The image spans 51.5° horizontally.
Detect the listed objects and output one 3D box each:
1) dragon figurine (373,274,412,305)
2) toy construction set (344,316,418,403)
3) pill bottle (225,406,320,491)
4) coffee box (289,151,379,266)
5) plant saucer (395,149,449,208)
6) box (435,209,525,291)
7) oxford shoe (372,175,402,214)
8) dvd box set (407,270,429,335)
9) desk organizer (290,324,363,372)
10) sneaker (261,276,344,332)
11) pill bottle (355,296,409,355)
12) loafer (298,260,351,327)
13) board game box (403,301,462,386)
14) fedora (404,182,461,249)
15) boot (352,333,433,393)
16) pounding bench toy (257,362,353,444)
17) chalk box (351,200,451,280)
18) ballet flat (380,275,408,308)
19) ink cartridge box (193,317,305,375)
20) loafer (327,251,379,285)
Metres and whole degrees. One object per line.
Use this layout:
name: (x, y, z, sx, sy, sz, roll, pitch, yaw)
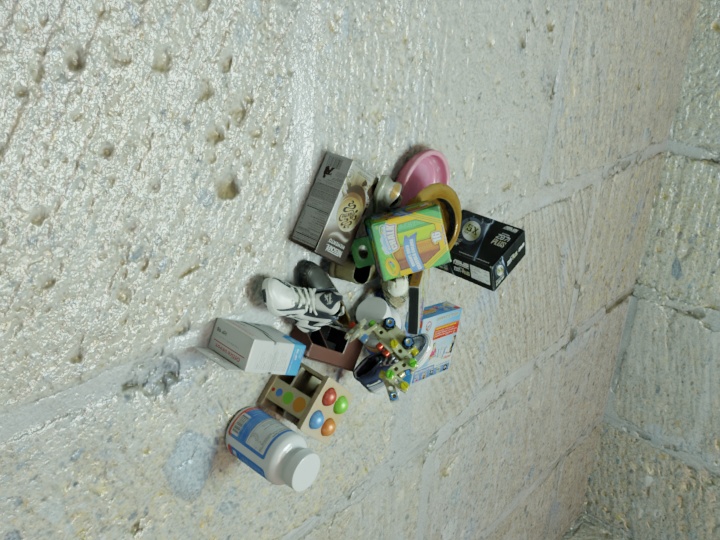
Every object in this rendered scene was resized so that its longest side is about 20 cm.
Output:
dragon figurine: (0.078, -0.014, 1.809, 0.099, 0.058, 0.204, -29, 131, -41)
toy construction set: (0.055, 0.183, 1.681, 0.131, 0.201, 0.092, -41, 180, -15)
pill bottle: (-0.181, 0.375, 1.556, 0.111, 0.198, 0.115, -28, 130, -40)
coffee box: (-0.052, -0.127, 1.560, 0.112, 0.079, 0.204, 24, 88, -55)
plant saucer: (0.141, -0.195, 1.804, 0.199, 0.050, 0.205, -30, 131, -41)
box: (0.311, -0.056, 1.971, 0.164, 0.198, 0.087, -42, 138, -29)
oxford shoe: (0.064, -0.159, 1.656, 0.200, 0.057, 0.077, 75, 39, -83)
dvd box set: (0.147, 0.040, 1.866, 0.202, 0.029, 0.149, -71, 163, -52)
desk organizer: (-0.076, 0.167, 1.695, 0.199, 0.071, 0.078, 26, 85, -55)
sneaker: (-0.104, 0.059, 1.528, 0.199, 0.127, 0.081, 47, 35, -45)
pill bottle: (0.056, 0.156, 1.826, 0.113, 0.111, 0.201, -52, 141, -20)
loafer: (-0.073, 0.054, 1.637, 0.073, 0.071, 0.201, -52, 141, -17)
board game box: (0.190, 0.202, 2.073, 0.198, 0.055, 0.200, -10, 115, -50)
fedora: (0.154, -0.115, 1.751, 0.198, 0.081, 0.205, -18, 118, -39)
boot: (0.077, 0.209, 1.748, 0.199, 0.073, 0.090, -41, 141, 5)
pounding bench toy: (-0.097, 0.300, 1.664, 0.126, 0.154, 0.200, -59, 144, -11)
chalk box: (0.078, -0.060, 1.603, 0.196, 0.124, 0.128, -17, 102, -4)
ballet flat: (0.080, -0.007, 1.728, 0.066, 0.075, 0.205, -8, 98, -14)
ink cartridge box: (-0.214, 0.149, 1.465, 0.198, 0.114, 0.068, 16, 97, -55)
loafer: (0.000, 0.000, 1.698, 0.199, 0.066, 0.078, -6, 114, -58)
